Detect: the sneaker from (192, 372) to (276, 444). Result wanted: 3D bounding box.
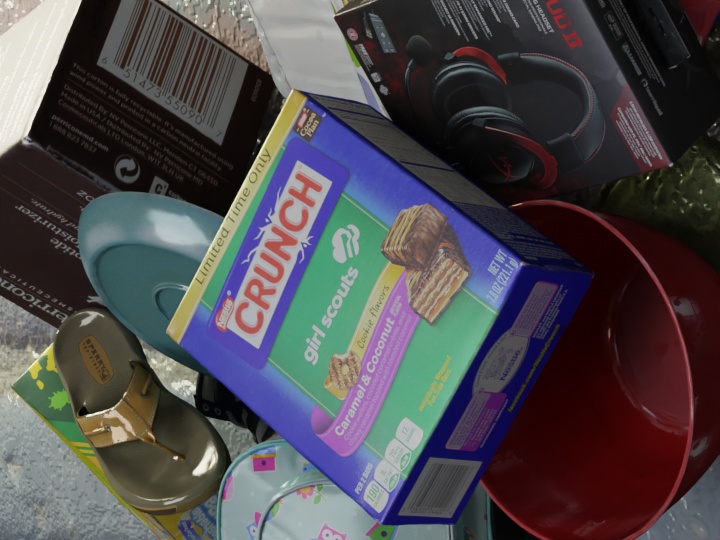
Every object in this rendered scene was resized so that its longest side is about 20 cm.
[{"bbox_3d":[-0.057,0.124,1.645,0.108,0.070,0.201,-20,79,44],"label":"sneaker"}]

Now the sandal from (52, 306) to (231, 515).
[{"bbox_3d":[-0.162,0.091,1.552,0.080,0.054,0.200,-38,53,0],"label":"sandal"}]

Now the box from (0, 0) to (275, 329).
[{"bbox_3d":[-0.195,-0.082,1.623,0.200,0.166,0.165,-28,38,49],"label":"box"}]

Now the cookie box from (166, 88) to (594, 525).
[{"bbox_3d":[0.006,0.019,1.287,0.200,0.075,0.172,38,107,36],"label":"cookie box"}]

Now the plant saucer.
[{"bbox_3d":[-0.106,0.021,1.526,0.199,0.027,0.200,21,152,12],"label":"plant saucer"}]

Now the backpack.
[{"bbox_3d":[0.002,0.182,1.495,0.199,0.153,0.177,1,104,25],"label":"backpack"}]

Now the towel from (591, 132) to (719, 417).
[{"bbox_3d":[0.208,0.010,1.341,0.200,0.036,0.149,50,134,29],"label":"towel"}]

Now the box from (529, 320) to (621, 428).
[{"bbox_3d":[0.097,0.013,1.427,0.070,0.064,0.201,89,160,-83],"label":"box"}]

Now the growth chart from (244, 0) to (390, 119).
[{"bbox_3d":[-0.025,-0.153,1.516,0.144,0.018,0.201,18,138,41],"label":"growth chart"}]

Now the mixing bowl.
[{"bbox_3d":[0.150,0.053,1.307,0.200,0.108,0.201,15,110,48],"label":"mixing bowl"}]

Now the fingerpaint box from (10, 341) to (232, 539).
[{"bbox_3d":[-0.143,0.148,1.669,0.167,0.073,0.200,37,168,37],"label":"fingerpaint box"}]

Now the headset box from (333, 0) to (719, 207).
[{"bbox_3d":[0.103,-0.123,1.289,0.199,0.075,0.149,-13,113,47],"label":"headset box"}]

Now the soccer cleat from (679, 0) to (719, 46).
[{"bbox_3d":[0.181,-0.171,1.309,0.200,0.066,0.077,132,152,-53],"label":"soccer cleat"}]
